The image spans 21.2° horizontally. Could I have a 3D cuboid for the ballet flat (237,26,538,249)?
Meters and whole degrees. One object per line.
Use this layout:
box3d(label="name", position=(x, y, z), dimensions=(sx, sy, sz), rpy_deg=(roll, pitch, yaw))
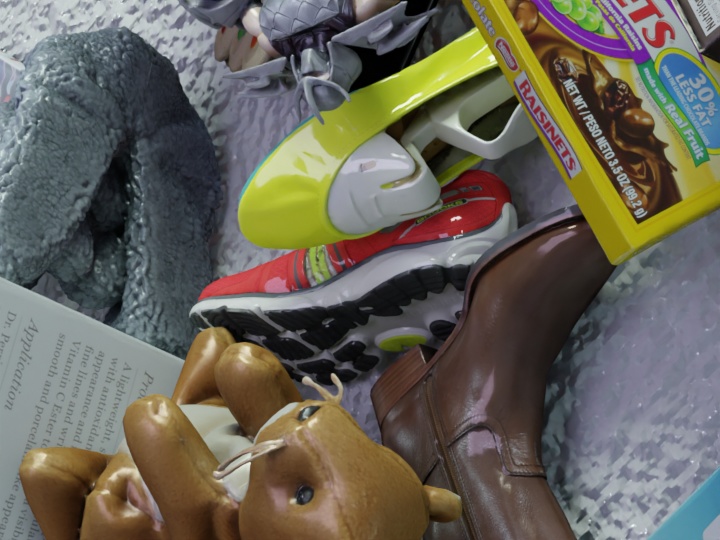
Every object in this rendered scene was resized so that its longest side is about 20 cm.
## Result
box3d(label="ballet flat", position=(0.034, -0.064, 0.904), dimensions=(0.199, 0.067, 0.067), rpy_deg=(-33, 45, -6))

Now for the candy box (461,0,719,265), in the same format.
box3d(label="candy box", position=(0.101, -0.112, 0.827), dimensions=(0.201, 0.102, 0.026), rpy_deg=(61, 153, 6))

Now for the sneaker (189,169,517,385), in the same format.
box3d(label="sneaker", position=(0.000, 0.000, 0.977), dimensions=(0.199, 0.077, 0.086), rpy_deg=(-15, 49, 36))

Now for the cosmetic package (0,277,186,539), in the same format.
box3d(label="cosmetic package", position=(-0.188, 0.108, 0.997), dimensions=(0.164, 0.199, 0.166), rpy_deg=(-2, 65, 49))

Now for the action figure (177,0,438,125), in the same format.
box3d(label="action figure", position=(-0.028, -0.161, 0.876), dimensions=(0.129, 0.069, 0.202), rpy_deg=(-12, 74, 27))

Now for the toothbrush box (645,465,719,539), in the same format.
box3d(label="toothbrush box", position=(0.150, 0.167, 0.723), dimensions=(0.147, 0.085, 0.200), rpy_deg=(47, 112, 17))

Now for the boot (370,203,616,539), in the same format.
box3d(label="boot", position=(0.087, 0.096, 0.852), dimensions=(0.187, 0.064, 0.201), rpy_deg=(-50, 44, 39))

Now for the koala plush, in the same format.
box3d(label="koala plush", position=(-0.197, -0.035, 1.109), dimensions=(0.199, 0.177, 0.185), rpy_deg=(-14, 57, 41))

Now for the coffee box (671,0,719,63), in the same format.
box3d(label="coffee box", position=(0.225, -0.160, 0.764), dimensions=(0.200, 0.114, 0.080), rpy_deg=(-40, 53, 30))

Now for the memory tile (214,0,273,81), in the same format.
box3d(label="memory tile", position=(-0.028, -0.198, 1.041), dimensions=(0.201, 0.017, 0.153), rpy_deg=(-65, 17, 7))

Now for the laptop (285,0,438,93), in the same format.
box3d(label="laptop", position=(-0.002, -0.187, 0.991), dimensions=(0.200, 0.115, 0.189), rpy_deg=(32, 100, 44))

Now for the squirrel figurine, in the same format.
box3d(label="squirrel figurine", position=(-0.035, 0.133, 0.895), dimensions=(0.186, 0.141, 0.202), rpy_deg=(-3, 107, 46))

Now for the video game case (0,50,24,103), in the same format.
box3d(label="video game case", position=(-0.288, -0.060, 1.296), dimensions=(0.182, 0.023, 0.201), rpy_deg=(31, 99, 45))
